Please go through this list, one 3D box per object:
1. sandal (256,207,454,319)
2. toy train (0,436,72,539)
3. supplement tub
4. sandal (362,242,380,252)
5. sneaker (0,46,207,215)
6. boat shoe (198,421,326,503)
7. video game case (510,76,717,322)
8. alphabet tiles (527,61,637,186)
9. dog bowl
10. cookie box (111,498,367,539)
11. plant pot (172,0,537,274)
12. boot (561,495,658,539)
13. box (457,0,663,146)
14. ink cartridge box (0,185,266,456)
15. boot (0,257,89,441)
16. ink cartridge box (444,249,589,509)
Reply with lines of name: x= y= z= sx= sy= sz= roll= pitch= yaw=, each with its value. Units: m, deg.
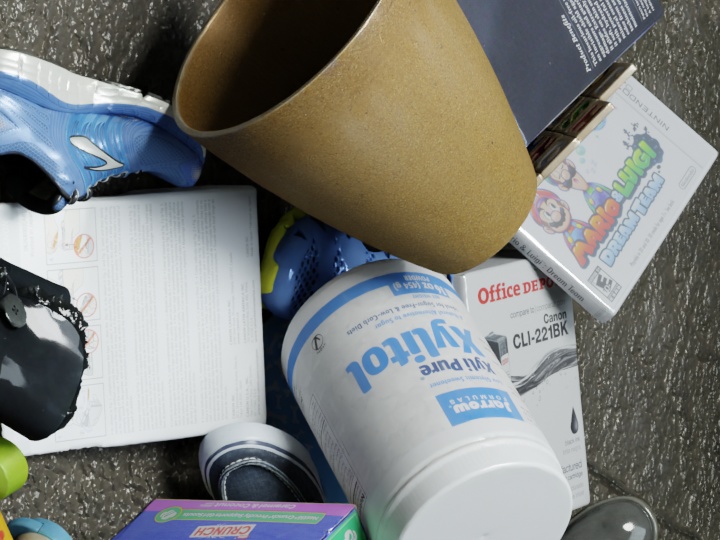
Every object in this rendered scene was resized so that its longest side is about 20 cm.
sandal: x=0.000 y=0.000 z=1.704 sx=0.199 sy=0.087 sz=0.080 roll=-10 pitch=122 yaw=-57
toy train: x=-0.235 y=0.133 z=1.440 sx=0.116 sy=0.084 sz=0.201 roll=-52 pitch=127 yaw=-53
supplement tub: x=0.040 y=0.101 z=1.593 sx=0.131 sy=0.200 sz=0.133 roll=-16 pitch=136 yaw=-16
sandal: x=0.051 y=-0.052 z=1.711 sx=0.043 sy=0.076 sz=0.200 roll=65 pitch=23 yaw=-12
sneaker: x=-0.180 y=-0.076 z=1.521 sx=0.199 sy=0.078 sz=0.090 roll=14 pitch=85 yaw=-43
boat shoe: x=-0.047 y=0.188 z=1.639 sx=0.201 sy=0.070 sz=0.091 roll=61 pitch=14 yaw=-45
video game case: x=0.164 y=-0.085 z=1.880 sx=0.182 sy=0.024 sz=0.200 roll=41 pitch=53 yaw=-4
alphabet tiles: x=0.115 y=-0.085 z=1.711 sx=0.167 sy=0.200 sz=0.008 roll=-45 pitch=101 yaw=-2
dog bowl: x=-0.010 y=0.116 z=1.745 sx=0.112 sy=0.049 sz=0.201 roll=-51 pitch=128 yaw=-39
cookie box: x=-0.057 y=0.250 z=1.588 sx=0.075 sy=0.170 sz=0.201 roll=-44 pitch=123 yaw=-46
plant pot: x=0.017 y=-0.095 z=1.540 sx=0.200 sy=0.186 sz=0.187 roll=43 pitch=57 yaw=-29
boot: x=0.133 y=0.235 z=1.799 sx=0.073 sy=0.182 sz=0.200 roll=52 pitch=8 yaw=12
box: x=0.068 y=-0.160 z=1.712 sx=0.198 sy=0.199 sz=0.124 roll=-42 pitch=110 yaw=-41
ink cartridge box: x=-0.154 y=0.031 z=1.584 sx=0.199 sy=0.050 sz=0.164 roll=-5 pitch=94 yaw=-34
boot: x=-0.226 y=0.055 z=1.403 sx=0.168 sy=0.076 sz=0.201 roll=38 pitch=33 yaw=-38
ink cartridge box: x=0.095 y=0.090 z=1.852 sx=0.144 sy=0.083 sz=0.202 roll=-12 pitch=98 yaw=-51
